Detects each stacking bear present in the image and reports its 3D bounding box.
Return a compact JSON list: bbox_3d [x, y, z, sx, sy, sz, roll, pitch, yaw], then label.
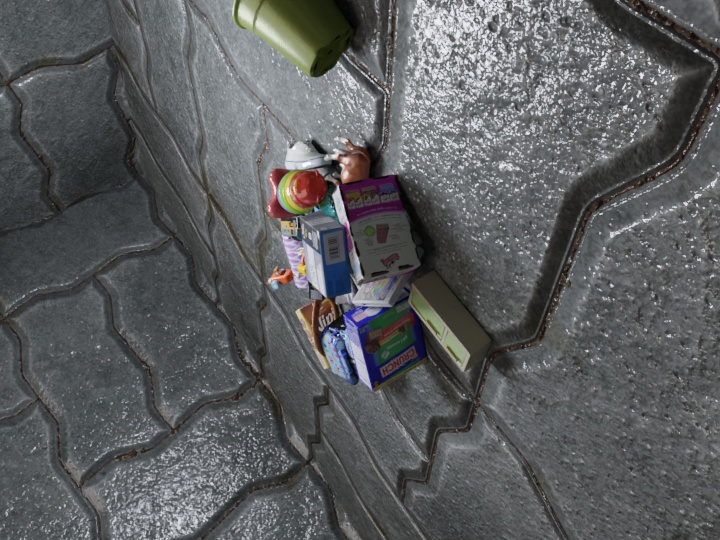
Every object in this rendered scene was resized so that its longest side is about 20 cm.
[{"bbox_3d":[-0.142,-0.192,1.650,0.199,0.111,0.126,180,93,-65],"label":"stacking bear"}]

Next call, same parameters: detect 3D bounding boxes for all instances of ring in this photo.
[{"bbox_3d":[-0.105,0.150,2.020,0.019,0.202,0.205,0,124,19],"label":"ring"}]

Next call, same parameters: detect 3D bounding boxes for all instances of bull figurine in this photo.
[{"bbox_3d":[-0.022,-0.207,1.548,0.120,0.065,0.203,30,142,16],"label":"bull figurine"}]

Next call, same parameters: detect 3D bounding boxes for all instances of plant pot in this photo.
[{"bbox_3d":[-0.115,-0.489,1.337,0.190,0.200,0.201,46,156,5],"label":"plant pot"}]

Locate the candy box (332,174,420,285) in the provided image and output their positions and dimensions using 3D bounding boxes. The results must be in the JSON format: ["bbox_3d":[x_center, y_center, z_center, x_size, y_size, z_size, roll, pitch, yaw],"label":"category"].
[{"bbox_3d":[0.032,-0.085,1.424,0.061,0.133,0.206,133,124,-68],"label":"candy box"}]

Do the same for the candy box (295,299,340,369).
[{"bbox_3d":[-0.105,0.187,2.126,0.204,0.115,0.056,62,158,1],"label":"candy box"}]

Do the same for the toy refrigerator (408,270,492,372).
[{"bbox_3d":[0.183,0.107,1.445,0.201,0.069,0.077,52,156,25],"label":"toy refrigerator"}]

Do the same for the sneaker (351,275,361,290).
[{"bbox_3d":[0.000,0.000,1.746,0.080,0.075,0.205,166,81,-83],"label":"sneaker"}]

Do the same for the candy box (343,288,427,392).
[{"bbox_3d":[0.062,0.165,1.651,0.077,0.166,0.204,37,148,50],"label":"candy box"}]

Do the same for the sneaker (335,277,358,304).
[{"bbox_3d":[-0.058,-0.006,1.790,0.080,0.074,0.206,-12,87,25],"label":"sneaker"}]

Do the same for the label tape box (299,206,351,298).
[{"bbox_3d":[-0.088,-0.043,1.496,0.200,0.062,0.148,-143,44,-62],"label":"label tape box"}]

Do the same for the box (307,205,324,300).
[{"bbox_3d":[-0.106,-0.051,1.802,0.161,0.045,0.204,92,-177,-52],"label":"box"}]

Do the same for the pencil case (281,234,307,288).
[{"bbox_3d":[-0.181,-0.043,2.098,0.086,0.081,0.204,-84,-15,-57],"label":"pencil case"}]

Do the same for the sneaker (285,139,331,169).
[{"bbox_3d":[-0.139,-0.292,1.728,0.198,0.072,0.073,12,110,54],"label":"sneaker"}]

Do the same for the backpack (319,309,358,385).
[{"bbox_3d":[-0.004,0.228,1.924,0.198,0.133,0.187,19,133,56],"label":"backpack"}]

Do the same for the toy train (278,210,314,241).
[{"bbox_3d":[-0.182,-0.143,1.938,0.199,0.083,0.118,-170,79,-64],"label":"toy train"}]

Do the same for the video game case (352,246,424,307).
[{"bbox_3d":[0.059,0.016,1.542,0.018,0.145,0.199,36,165,-18],"label":"video game case"}]

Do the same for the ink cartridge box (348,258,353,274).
[{"bbox_3d":[0.006,-0.056,1.561,0.086,0.144,0.199,66,157,-8],"label":"ink cartridge box"}]

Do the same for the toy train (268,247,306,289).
[{"bbox_3d":[-0.178,-0.032,1.933,0.146,0.201,0.057,-7,122,28],"label":"toy train"}]

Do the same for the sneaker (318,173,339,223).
[{"bbox_3d":[-0.069,-0.163,1.664,0.202,0.075,0.081,-113,22,-50],"label":"sneaker"}]
